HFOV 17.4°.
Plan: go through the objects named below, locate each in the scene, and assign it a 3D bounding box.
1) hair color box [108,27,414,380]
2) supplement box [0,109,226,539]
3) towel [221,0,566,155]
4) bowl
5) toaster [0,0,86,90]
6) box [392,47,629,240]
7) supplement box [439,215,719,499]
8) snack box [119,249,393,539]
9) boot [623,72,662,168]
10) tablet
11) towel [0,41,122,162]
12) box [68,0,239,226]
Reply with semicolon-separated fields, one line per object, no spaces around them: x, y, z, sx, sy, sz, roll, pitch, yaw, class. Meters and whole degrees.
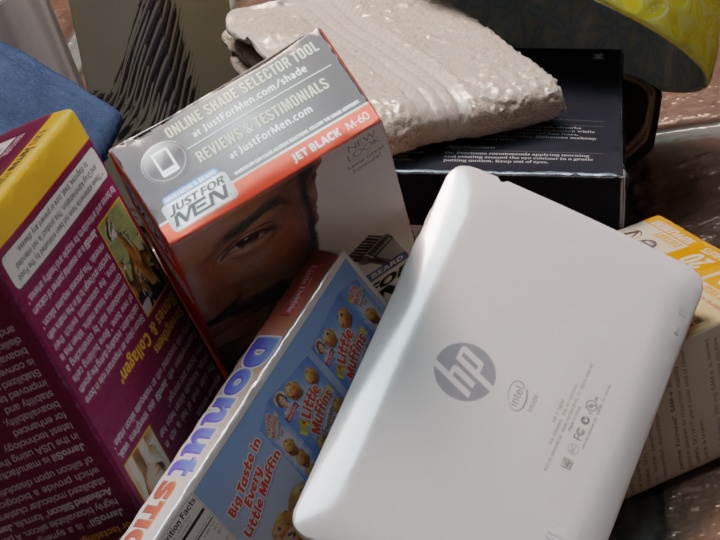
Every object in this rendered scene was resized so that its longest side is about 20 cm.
-0.036;-0.013;1.099;0.110;0.200;0.064;-31;61;-7;hair color box
-0.141;0.052;1.053;0.103;0.201;0.131;-21;19;22;supplement box
0.012;-0.114;1.279;0.132;0.035;0.200;-13;28;-21;towel
0.127;-0.191;1.360;0.199;0.108;0.200;21;-6;2;bowl
-0.278;-0.098;1.502;0.199;0.119;0.181;-12;19;22;toaster
0.047;-0.044;1.290;0.198;0.105;0.182;2;27;6;box
0.100;0.052;1.126;0.199;0.074;0.126;-21;26;-21;supplement box
-0.043;0.088;1.018;0.024;0.072;0.201;-1;48;48;snack box
0.063;-0.103;1.392;0.199;0.138;0.078;-4;67;37;boot
0.064;0.056;1.035;0.129;0.014;0.201;24;61;2;tablet
-0.211;-0.056;1.316;0.111;0.049;0.200;33;31;-3;towel
-0.123;-0.128;1.449;0.082;0.201;0.068;9;31;36;box
